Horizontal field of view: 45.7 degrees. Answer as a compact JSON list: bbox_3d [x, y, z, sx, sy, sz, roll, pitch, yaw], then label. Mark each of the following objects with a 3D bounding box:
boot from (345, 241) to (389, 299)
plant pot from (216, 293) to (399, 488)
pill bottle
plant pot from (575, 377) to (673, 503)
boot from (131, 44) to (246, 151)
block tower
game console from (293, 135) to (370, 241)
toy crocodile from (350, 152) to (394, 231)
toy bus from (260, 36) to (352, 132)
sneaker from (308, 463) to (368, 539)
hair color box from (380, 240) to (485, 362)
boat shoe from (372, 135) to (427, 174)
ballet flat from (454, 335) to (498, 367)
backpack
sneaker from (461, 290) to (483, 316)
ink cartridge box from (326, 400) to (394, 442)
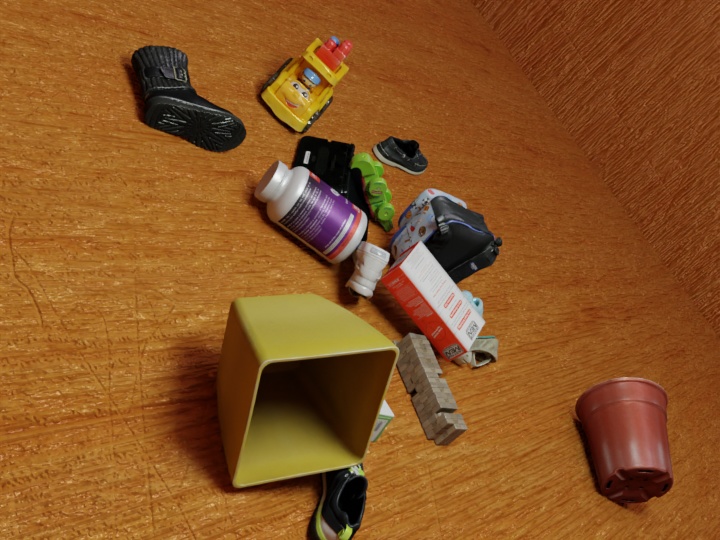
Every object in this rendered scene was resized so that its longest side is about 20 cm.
[{"bbox_3d":[0.000,0.000,1.579,0.072,0.097,0.200,25,-1,-5],"label":"boot"},{"bbox_3d":[-0.093,0.138,1.140,0.197,0.203,0.177,-2,34,-31],"label":"plant pot"},{"bbox_3d":[-0.091,-0.109,1.543,0.199,0.112,0.113,36,31,-21],"label":"pill bottle"},{"bbox_3d":[0.563,0.365,1.794,0.199,0.200,0.198,31,41,-27],"label":"plant pot"},{"bbox_3d":[-0.306,-0.313,1.533,0.209,0.079,0.160,18,41,-41],"label":"boot"},{"bbox_3d":[0.118,0.204,1.507,0.053,0.058,0.202,13,43,-47],"label":"block tower"},{"bbox_3d":[-0.056,-0.171,1.763,0.172,0.118,0.202,10,36,-3],"label":"game console"},{"bbox_3d":[0.030,-0.159,1.766,0.201,0.061,0.068,68,9,-48],"label":"toy crocodile"},{"bbox_3d":[-0.099,-0.415,1.823,0.136,0.192,0.201,43,31,-10],"label":"toy bus"},{"bbox_3d":[-0.012,0.304,1.182,0.071,0.083,0.201,37,30,-17],"label":"sneaker"},{"bbox_3d":[0.135,0.057,1.574,0.201,0.061,0.102,51,41,-6],"label":"hair color box"},{"bbox_3d":[0.114,-0.290,2.084,0.197,0.066,0.075,13,44,-46],"label":"boat shoe"},{"bbox_3d":[0.217,0.159,1.692,0.198,0.067,0.064,7,76,-47],"label":"ballet flat"},{"bbox_3d":[0.151,-0.059,1.734,0.198,0.191,0.156,21,33,-39],"label":"backpack"},{"bbox_3d":[0.187,0.078,1.704,0.073,0.084,0.199,14,4,29],"label":"sneaker"},{"bbox_3d":[-0.040,0.168,1.317,0.103,0.060,0.201,18,27,-42],"label":"ink cartridge box"}]
